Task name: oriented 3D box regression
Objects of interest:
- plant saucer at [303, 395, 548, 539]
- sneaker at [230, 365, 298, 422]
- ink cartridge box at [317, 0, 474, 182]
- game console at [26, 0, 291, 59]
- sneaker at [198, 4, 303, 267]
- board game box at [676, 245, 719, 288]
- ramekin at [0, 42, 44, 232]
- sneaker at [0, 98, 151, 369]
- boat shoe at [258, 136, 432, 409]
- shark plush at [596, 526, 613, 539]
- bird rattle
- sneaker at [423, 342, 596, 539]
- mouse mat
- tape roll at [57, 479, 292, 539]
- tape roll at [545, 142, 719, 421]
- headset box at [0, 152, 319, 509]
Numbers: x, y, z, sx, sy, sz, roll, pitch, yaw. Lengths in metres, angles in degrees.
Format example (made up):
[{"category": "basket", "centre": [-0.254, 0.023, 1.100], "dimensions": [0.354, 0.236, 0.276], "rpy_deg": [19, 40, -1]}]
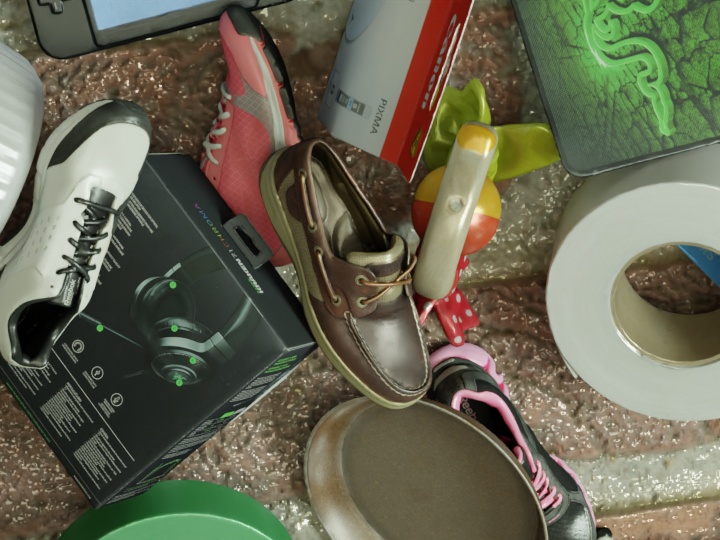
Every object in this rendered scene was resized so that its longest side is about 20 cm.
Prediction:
[{"category": "plant saucer", "centre": [0.052, 0.168, 1.762], "dimensions": [0.200, 0.032, 0.201], "rpy_deg": [16, 129, 21]}, {"category": "sneaker", "centre": [-0.120, 0.073, 1.750], "dimensions": [0.200, 0.075, 0.089], "rpy_deg": [-35, 93, 3]}, {"category": "ink cartridge box", "centre": [0.026, -0.157, 1.643], "dimensions": [0.047, 0.200, 0.161], "rpy_deg": [17, 100, -11]}, {"category": "game console", "centre": [-0.145, -0.244, 1.644], "dimensions": [0.199, 0.116, 0.176], "rpy_deg": [-14, 104, -3]}, {"category": "sneaker", "centre": [-0.083, -0.088, 1.709], "dimensions": [0.087, 0.074, 0.201], "rpy_deg": [-14, 109, 1]}, {"category": "board game box", "centre": [0.332, -0.030, 1.795], "dimensions": [0.200, 0.040, 0.153], "rpy_deg": [42, 95, -14]}, {"category": "ramekin", "centre": [-0.292, -0.078, 1.629], "dimensions": [0.094, 0.202, 0.203], "rpy_deg": [23, 100, -23]}, {"category": "sneaker", "centre": [-0.190, -0.021, 1.589], "dimensions": [0.074, 0.080, 0.200], "rpy_deg": [17, 112, -38]}, {"category": "boat shoe", "centre": [0.000, 0.000, 1.645], "dimensions": [0.072, 0.072, 0.200], "rpy_deg": [-24, 91, -33]}, {"category": "shark plush", "centre": [0.198, 0.297, 1.845], "dimensions": [0.083, 0.091, 0.200], "rpy_deg": [24, 94, -44]}, {"category": "bird rattle", "centre": [0.060, -0.038, 1.705], "dimensions": [0.112, 0.163, 0.200], "rpy_deg": [27, 89, 6]}, {"category": "sneaker", "centre": [0.113, 0.149, 1.782], "dimensions": [0.079, 0.095, 0.200], "rpy_deg": [-38, 106, 0]}, {"category": "mouse mat", "centre": [0.194, -0.176, 1.712], "dimensions": [0.160, 0.008, 0.201], "rpy_deg": [-15, 79, -9]}, {"category": "tape roll", "centre": [-0.138, 0.251, 1.773], "dimensions": [0.200, 0.048, 0.201], "rpy_deg": [-4, 118, -8]}, {"category": "tape roll", "centre": [0.235, 0.009, 1.739], "dimensions": [0.202, 0.071, 0.203], "rpy_deg": [5, 121, 8]}, {"category": "headset box", "centre": [-0.149, 0.036, 1.675], "dimensions": [0.200, 0.093, 0.174], "rpy_deg": [-41, 81, 15]}]
